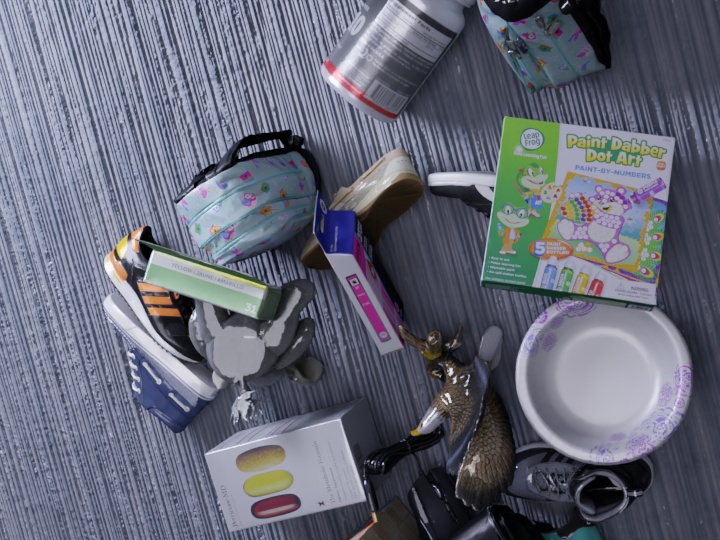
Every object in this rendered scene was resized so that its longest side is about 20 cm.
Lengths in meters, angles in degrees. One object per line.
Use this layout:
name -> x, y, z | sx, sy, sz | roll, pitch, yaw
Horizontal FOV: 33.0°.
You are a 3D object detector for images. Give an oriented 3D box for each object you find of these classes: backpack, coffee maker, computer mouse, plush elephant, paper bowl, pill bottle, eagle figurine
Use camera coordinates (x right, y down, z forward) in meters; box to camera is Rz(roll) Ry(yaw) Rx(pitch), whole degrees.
backpack -> -0.136, -0.083, 1.497 | 0.167, 0.200, 0.127 | -39, 86, 18
coffee maker -> 0.120, 0.381, 1.421 | 0.200, 0.192, 0.135 | -41, 85, 17
computer mouse -> 0.078, 0.301, 1.522 | 0.046, 0.140, 0.201 | -8, 98, 55
backpack -> 0.202, -0.294, 1.358 | 0.126, 0.200, 0.167 | -16, 55, 23
plush elephant -> -0.131, 0.093, 1.558 | 0.164, 0.155, 0.201 | 2, 90, 7
paper bowl -> 0.285, 0.127, 1.428 | 0.200, 0.104, 0.202 | -2, 81, 11
pill bottle -> 0.052, -0.287, 1.451 | 0.114, 0.114, 0.200 | 40, 107, 8
eagle figurine -> 0.126, 0.170, 1.467 | 0.200, 0.151, 0.151 | 59, 135, 39

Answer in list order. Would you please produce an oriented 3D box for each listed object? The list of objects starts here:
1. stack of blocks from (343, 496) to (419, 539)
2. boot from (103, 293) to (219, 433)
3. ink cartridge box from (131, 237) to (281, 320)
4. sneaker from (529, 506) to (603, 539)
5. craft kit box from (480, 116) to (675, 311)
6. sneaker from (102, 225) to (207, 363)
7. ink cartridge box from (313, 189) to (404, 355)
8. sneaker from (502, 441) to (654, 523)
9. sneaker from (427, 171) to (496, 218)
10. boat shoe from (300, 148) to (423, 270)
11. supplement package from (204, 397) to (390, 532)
stack of blocks -> -0.005, 0.370, 1.525 | 0.115, 0.200, 0.059 | -42, 85, 20
boot -> -0.290, 0.127, 1.646 | 0.200, 0.073, 0.090 | 43, 103, 7
ink cartridge box -> -0.176, 0.013, 1.384 | 0.145, 0.200, 0.048 | 17, 89, 6
sneaker -> 0.212, 0.358, 1.529 | 0.200, 0.071, 0.080 | -28, 74, 22
craft kit box -> 0.248, -0.066, 1.391 | 0.199, 0.049, 0.198 | 7, 77, 7
sneaker -> -0.255, 0.031, 1.621 | 0.090, 0.070, 0.200 | -44, 82, 22
ink cartridge box -> 0.000, 0.000, 1.476 | 0.037, 0.095, 0.200 | -21, 122, 16
sneaker -> 0.250, 0.255, 1.470 | 0.199, 0.114, 0.076 | -5, 96, 19
sneaker -> 0.176, -0.061, 1.466 | 0.199, 0.073, 0.112 | 5, 97, 16
boat shoe -> -0.004, -0.075, 1.532 | 0.200, 0.072, 0.065 | -42, 48, 30
supplement package -> -0.081, 0.253, 1.579 | 0.199, 0.109, 0.114 | -18, 92, 20
